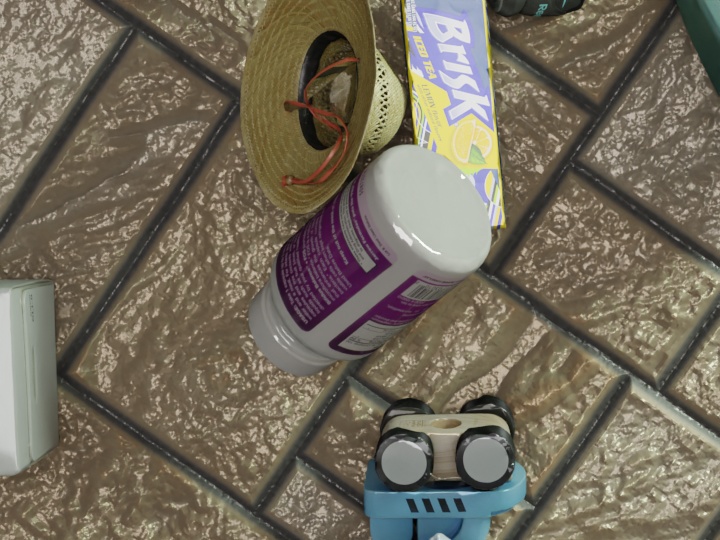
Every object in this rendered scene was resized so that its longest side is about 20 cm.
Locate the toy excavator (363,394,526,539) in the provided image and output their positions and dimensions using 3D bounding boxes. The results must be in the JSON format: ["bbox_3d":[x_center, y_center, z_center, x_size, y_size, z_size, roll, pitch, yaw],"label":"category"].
[{"bbox_3d":[0.038,0.212,1.298,0.193,0.100,0.202,-2,102,4],"label":"toy excavator"}]

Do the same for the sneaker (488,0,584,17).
[{"bbox_3d":[0.150,-0.300,1.278,0.079,0.075,0.202,5,100,-11],"label":"sneaker"}]

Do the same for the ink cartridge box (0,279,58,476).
[{"bbox_3d":[-0.350,0.083,1.277,0.198,0.145,0.147,-1,93,3],"label":"ink cartridge box"}]

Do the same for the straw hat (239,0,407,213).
[{"bbox_3d":[-0.011,-0.138,1.268,0.085,0.201,0.203,7,95,-35],"label":"straw hat"}]

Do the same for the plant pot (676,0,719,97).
[{"bbox_3d":[0.335,-0.178,1.238,0.141,0.141,0.201,-37,84,4],"label":"plant pot"}]

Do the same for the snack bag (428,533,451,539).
[{"bbox_3d":[0.029,0.284,1.260,0.200,0.188,0.021,-48,59,6],"label":"snack bag"}]

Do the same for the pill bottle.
[{"bbox_3d":[0.000,0.000,1.237,0.112,0.112,0.200,50,130,-1],"label":"pill bottle"}]

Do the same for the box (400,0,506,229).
[{"bbox_3d":[0.074,-0.131,1.286,0.069,0.064,0.202,-5,92,3],"label":"box"}]
